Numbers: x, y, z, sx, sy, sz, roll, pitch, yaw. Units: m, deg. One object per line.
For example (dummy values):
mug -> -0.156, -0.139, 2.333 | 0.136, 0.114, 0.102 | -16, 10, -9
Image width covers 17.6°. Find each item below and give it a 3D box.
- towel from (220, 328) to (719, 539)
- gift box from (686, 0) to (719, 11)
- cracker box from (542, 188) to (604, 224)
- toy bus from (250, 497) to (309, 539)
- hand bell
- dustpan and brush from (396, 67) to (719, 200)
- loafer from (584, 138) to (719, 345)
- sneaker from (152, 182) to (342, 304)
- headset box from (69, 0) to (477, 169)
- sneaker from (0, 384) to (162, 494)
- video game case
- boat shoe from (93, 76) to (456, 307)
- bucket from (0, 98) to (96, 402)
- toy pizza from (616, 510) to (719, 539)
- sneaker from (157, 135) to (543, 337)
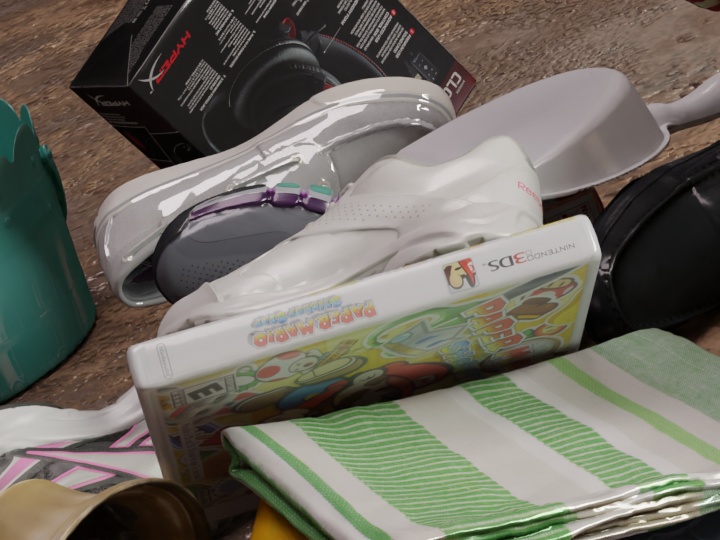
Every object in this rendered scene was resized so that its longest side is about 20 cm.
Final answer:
towel -> 0.064, 0.065, 0.859 | 0.199, 0.024, 0.152 | -14, 20, -24
gift box -> 0.241, -0.137, 1.007 | 0.198, 0.185, 0.188 | -7, 46, -5
cracker box -> 0.025, -0.002, 1.203 | 0.199, 0.058, 0.134 | -23, 21, -1
toy bus -> -0.007, 0.118, 0.888 | 0.064, 0.079, 0.200 | -4, 23, 7
hand bell -> -0.169, 0.102, 0.995 | 0.199, 0.105, 0.104 | 23, 46, 36
dustpan and brush -> 0.118, -0.068, 1.139 | 0.199, 0.058, 0.139 | -32, 19, -19
loafer -> 0.173, -0.027, 1.089 | 0.200, 0.069, 0.070 | -34, 15, -37
sneaker -> 0.003, 0.012, 1.083 | 0.198, 0.075, 0.088 | 5, 26, -9
headset box -> -0.039, -0.097, 1.298 | 0.075, 0.200, 0.149 | 6, 59, 56
sneaker -> -0.097, 0.102, 1.074 | 0.198, 0.081, 0.087 | -16, 56, -13
video game case -> 0.003, 0.047, 0.949 | 0.180, 0.023, 0.200 | -16, -21, -6
boat shoe -> -0.041, -0.036, 1.190 | 0.198, 0.072, 0.069 | -17, 41, 0
bucket -> -0.264, 0.001, 1.395 | 0.206, 0.136, 0.207 | -19, 21, 8
toy pizza -> 0.122, 0.104, 0.873 | 0.199, 0.032, 0.200 | -21, 21, 9
sneaker -> 0.000, 0.000, 1.032 | 0.199, 0.078, 0.100 | -18, 41, 24
